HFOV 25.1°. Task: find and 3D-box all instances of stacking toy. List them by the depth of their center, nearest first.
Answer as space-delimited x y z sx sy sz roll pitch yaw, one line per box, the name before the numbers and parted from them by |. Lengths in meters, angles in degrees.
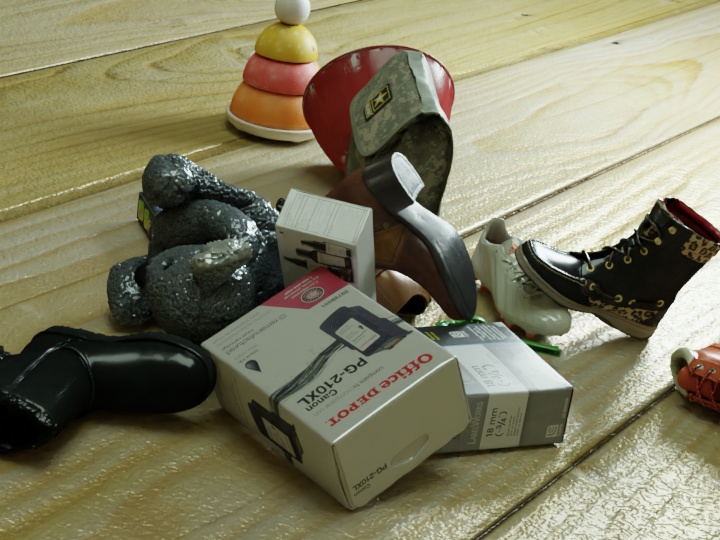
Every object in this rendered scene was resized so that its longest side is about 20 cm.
stacking toy | -0.103 -0.287 2.205 0.145 0.201 0.146 8 23 -3

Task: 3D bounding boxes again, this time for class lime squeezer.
lime squeezer | 0.102 0.077 1.654 0.199 0.038 0.071 -2 44 -26

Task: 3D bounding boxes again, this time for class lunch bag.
lunch bag | 0.045 -0.144 1.906 0.117 0.201 0.164 5 32 -10

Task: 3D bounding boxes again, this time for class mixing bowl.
mixing bowl | 0.029 -0.179 2.061 0.199 0.200 0.109 3 52 -14

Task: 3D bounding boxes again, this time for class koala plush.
koala plush | -0.146 0.010 1.548 0.183 0.178 0.200 18 18 -9

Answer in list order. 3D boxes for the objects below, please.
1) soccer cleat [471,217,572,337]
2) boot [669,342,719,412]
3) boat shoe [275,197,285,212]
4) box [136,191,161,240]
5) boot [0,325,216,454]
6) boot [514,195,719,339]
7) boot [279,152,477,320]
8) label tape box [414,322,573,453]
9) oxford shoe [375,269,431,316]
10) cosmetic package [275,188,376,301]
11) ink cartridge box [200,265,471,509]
soccer cleat | 0.174 0.009 1.778 0.069 0.078 0.200 -1 25 -22
boot | 0.374 0.124 1.606 0.107 0.075 0.200 3 15 -7
boat shoe | 0.001 -0.050 1.827 0.199 0.068 0.072 1 -2 -6
box | -0.174 -0.035 1.803 0.110 0.035 0.200 -1 25 -22
boot | -0.244 0.106 1.401 0.197 0.074 0.162 9 20 17
boot | 0.278 -0.018 1.720 0.200 0.151 0.073 27 31 -23
boot | 0.000 0.000 1.633 0.200 0.189 0.069 -27 17 30
label tape box | 0.078 0.110 1.524 0.199 0.064 0.144 -2 25 -26
oxford shoe | 0.053 0.015 1.758 0.071 0.071 0.200 54 26 7
cosmetic package | -0.031 0.007 1.563 0.082 0.200 0.051 16 58 13
ink cartridge box | -0.022 0.099 1.428 0.145 0.085 0.200 -34 42 -24
